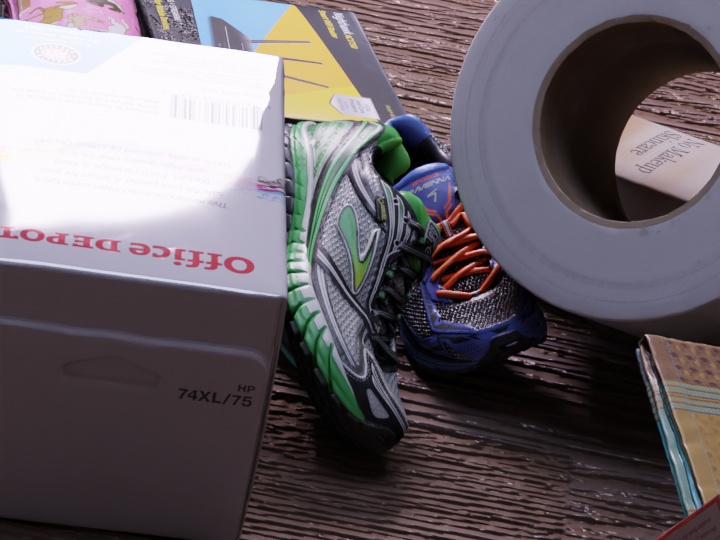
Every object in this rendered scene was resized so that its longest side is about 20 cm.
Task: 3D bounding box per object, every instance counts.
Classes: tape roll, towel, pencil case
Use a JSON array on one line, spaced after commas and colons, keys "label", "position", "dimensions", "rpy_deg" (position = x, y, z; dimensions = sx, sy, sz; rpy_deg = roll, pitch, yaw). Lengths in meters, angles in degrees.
[{"label": "tape roll", "position": [0.162, -0.066, 1.458], "dimensions": [0.202, 0.204, 0.139], "rpy_deg": [22, 1, 24]}, {"label": "towel", "position": [0.201, 0.109, 1.204], "dimensions": [0.146, 0.022, 0.201], "rpy_deg": [11, 37, -20]}, {"label": "pencil case", "position": [-0.170, -0.121, 1.670], "dimensions": [0.086, 0.083, 0.200], "rpy_deg": [-20, 28, 0]}]

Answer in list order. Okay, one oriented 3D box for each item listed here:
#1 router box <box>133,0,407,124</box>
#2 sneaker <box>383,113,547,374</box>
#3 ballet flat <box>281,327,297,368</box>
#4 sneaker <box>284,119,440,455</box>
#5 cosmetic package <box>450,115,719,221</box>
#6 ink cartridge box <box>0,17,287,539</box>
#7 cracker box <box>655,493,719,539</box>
[{"label": "router box", "position": [-0.060, -0.111, 1.726], "dimensions": [0.148, 0.051, 0.200], "rpy_deg": [5, 25, -15]}, {"label": "sneaker", "position": [0.040, -0.014, 1.499], "dimensions": [0.075, 0.079, 0.200], "rpy_deg": [-22, 36, -9]}, {"label": "ballet flat", "position": [-0.023, -0.014, 1.513], "dimensions": [0.068, 0.069, 0.200], "rpy_deg": [5, 25, -9]}, {"label": "sneaker", "position": [0.000, 0.000, 1.403], "dimensions": [0.085, 0.078, 0.201], "rpy_deg": [-12, 56, 3]}, {"label": "cosmetic package", "position": [0.154, -0.030, 1.596], "dimensions": [0.199, 0.088, 0.103], "rpy_deg": [21, 25, 22]}, {"label": "ink cartridge box", "position": [-0.115, 0.002, 1.309], "dimensions": [0.146, 0.147, 0.200], "rpy_deg": [7, 35, -7]}, {"label": "cracker box", "position": [0.206, 0.180, 1.075], "dimensions": [0.133, 0.058, 0.201], "rpy_deg": [-3, 65, -29]}]
